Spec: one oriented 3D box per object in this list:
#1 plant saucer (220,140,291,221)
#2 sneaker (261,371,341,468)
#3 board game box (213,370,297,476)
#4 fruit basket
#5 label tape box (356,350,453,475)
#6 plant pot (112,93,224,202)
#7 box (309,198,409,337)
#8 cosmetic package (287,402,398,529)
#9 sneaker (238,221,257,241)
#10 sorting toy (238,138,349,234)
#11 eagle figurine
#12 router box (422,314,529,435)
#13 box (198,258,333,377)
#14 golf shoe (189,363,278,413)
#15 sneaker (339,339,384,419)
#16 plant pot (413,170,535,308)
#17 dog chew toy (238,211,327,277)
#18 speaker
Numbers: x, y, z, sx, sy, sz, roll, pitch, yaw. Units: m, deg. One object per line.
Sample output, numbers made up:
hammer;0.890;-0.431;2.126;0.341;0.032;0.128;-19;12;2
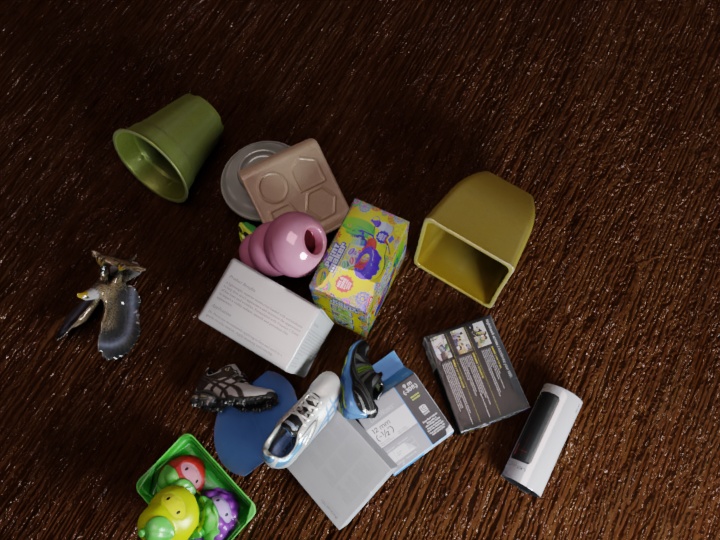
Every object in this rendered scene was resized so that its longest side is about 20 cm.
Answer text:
plant saucer;-0.210;-0.206;1.310;0.198;0.050;0.202;0;69;1
sneaker;-0.102;0.266;1.079;0.072;0.073;0.201;31;72;18
board game box;-0.194;0.301;1.173;0.200;0.039;0.158;-39;52;7
fruit basket;-0.303;0.411;1.065;0.215;0.216;0.156;41;76;15
label tape box;0.066;0.273;1.175;0.143;0.066;0.201;-33;74;-9
plant pot;-0.408;-0.291;1.342;0.199;0.201;0.191;28;62;11
box;0.000;0.000;1.207;0.121;0.193;0.201;24;73;10
cosmetic package;-0.051;0.349;1.126;0.200;0.052;0.151;44;95;21
sneaker;-0.179;-0.052;1.306;0.199;0.074;0.084;27;49;14
sorting toy;-0.135;-0.156;1.270;0.184;0.036;0.201;-28;91;-16
eagle figurine;-0.536;0.064;1.253;0.151;0.150;0.202;27;106;51
router box;0.227;0.206;1.200;0.148;0.051;0.202;-17;71;-6
box;-0.175;0.098;1.169;0.198;0.200;0.131;29;81;11
golf shoe;-0.243;0.224;1.168;0.198;0.078;0.095;-4;60;26
sneaker;0.004;0.214;1.163;0.082;0.071;0.200;12;31;-8
plant pot;0.250;-0.084;1.236;0.193;0.196;0.201;31;67;12
dog chew toy;-0.160;-0.044;1.169;0.199;0.124;0.126;-8;65;39
speaker;0.345;0.322;1.141;0.081;0.081;0.201;28;74;11
